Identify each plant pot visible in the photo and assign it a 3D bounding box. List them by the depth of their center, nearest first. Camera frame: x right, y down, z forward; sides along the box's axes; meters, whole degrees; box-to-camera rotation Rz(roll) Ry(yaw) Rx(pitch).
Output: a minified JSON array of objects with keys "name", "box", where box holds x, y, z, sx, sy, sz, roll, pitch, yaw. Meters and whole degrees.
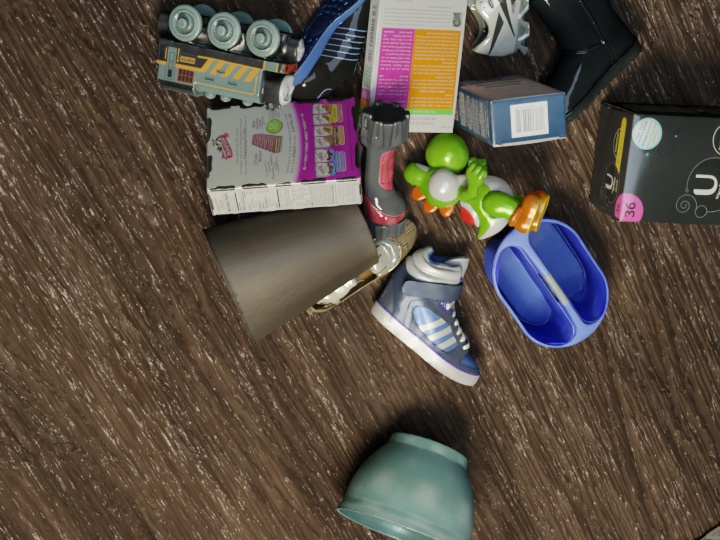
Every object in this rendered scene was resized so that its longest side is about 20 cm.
[{"name":"plant pot","box":[0.081,0.316,1.740,0.199,0.200,0.136,26,73,-16]}]

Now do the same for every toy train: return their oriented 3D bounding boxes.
[{"name":"toy train","box":[-0.170,-0.273,1.545,0.198,0.085,0.115,13,105,11]}]

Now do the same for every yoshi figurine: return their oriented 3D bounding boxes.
[{"name":"yoshi figurine","box":[0.159,-0.127,1.646,0.198,0.112,0.113,21,143,16]}]

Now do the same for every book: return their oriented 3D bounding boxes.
[{"name":"book","box":[0.069,-0.286,1.598,0.132,0.048,0.203,-4,111,-29]}]

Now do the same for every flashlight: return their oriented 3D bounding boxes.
[{"name":"flashlight","box":[0.036,-0.132,1.609,0.068,0.068,0.201,-36,148,-33]}]

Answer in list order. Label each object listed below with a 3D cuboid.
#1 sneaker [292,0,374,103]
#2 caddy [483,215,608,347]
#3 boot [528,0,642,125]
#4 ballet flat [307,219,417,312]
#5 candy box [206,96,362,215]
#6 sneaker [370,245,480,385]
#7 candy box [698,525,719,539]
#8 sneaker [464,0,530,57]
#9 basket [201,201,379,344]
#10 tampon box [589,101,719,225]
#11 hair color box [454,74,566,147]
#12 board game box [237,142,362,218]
[{"name":"sneaker","box":[-0.024,-0.306,1.599,0.200,0.070,0.078,-50,128,1]},{"name":"caddy","box":[0.264,0.014,1.717,0.141,0.105,0.201,-37,109,1]},{"name":"boot","box":[0.271,-0.308,1.640,0.200,0.076,0.168,-43,112,-4]},{"name":"ballet flat","box":[0.000,0.000,1.686,0.199,0.065,0.071,-35,112,1]},{"name":"candy box","box":[-0.099,-0.149,1.572,0.197,0.138,0.061,-3,147,0]},{"name":"sneaker","box":[0.128,0.056,1.717,0.199,0.081,0.147,37,99,-14]},{"name":"candy box","box":[0.614,0.504,1.940,0.136,0.061,0.201,-32,108,-1]},{"name":"sneaker","box":[0.177,-0.383,1.604,0.087,0.074,0.203,-6,106,-11]},{"name":"basket","box":[-0.087,-0.020,1.603,0.198,0.136,0.182,-26,128,-6]},{"name":"tampon box","box":[0.441,-0.151,1.693,0.197,0.126,0.152,1,105,-10]},{"name":"hair color box","box":[0.192,-0.212,1.589,0.099,0.200,0.061,-7,107,-8]},{"name":"board game box","box":[-0.081,-0.113,1.650,0.156,0.039,0.203,8,104,-13]}]
